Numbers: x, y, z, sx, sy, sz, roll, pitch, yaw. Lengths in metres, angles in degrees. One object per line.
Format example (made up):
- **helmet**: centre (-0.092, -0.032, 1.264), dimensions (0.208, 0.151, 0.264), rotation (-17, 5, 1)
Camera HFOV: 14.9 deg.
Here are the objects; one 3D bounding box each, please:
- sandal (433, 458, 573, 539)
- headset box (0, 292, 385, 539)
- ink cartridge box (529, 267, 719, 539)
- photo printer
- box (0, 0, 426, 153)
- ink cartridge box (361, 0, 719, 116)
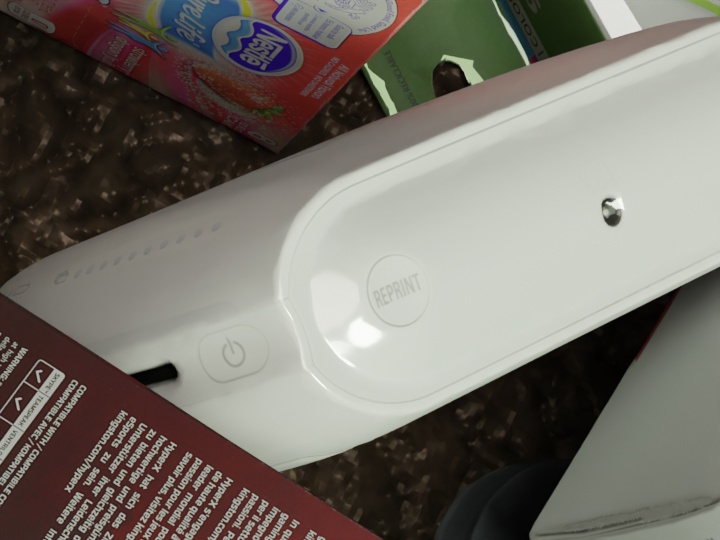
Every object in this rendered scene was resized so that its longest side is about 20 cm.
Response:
- **sandal**: centre (0.101, 0.119, 0.783), dimensions (0.200, 0.043, 0.076), rotation (40, 56, -23)
- **headset box**: centre (-0.062, 0.089, 0.646), dimensions (0.200, 0.149, 0.075), rotation (32, 65, 7)
- **ink cartridge box**: centre (0.164, 0.080, 0.757), dimensions (0.200, 0.086, 0.148), rotation (44, 56, -16)
- **photo printer**: centre (0.000, 0.000, 0.726), dimensions (0.200, 0.166, 0.070), rotation (-24, 95, -38)
- **box**: centre (-0.024, -0.115, 0.753), dimensions (0.102, 0.200, 0.095), rotation (28, 73, -7)
- **ink cartridge box**: centre (0.108, -0.079, 0.855), dimensions (0.200, 0.059, 0.104), rotation (-28, 88, -18)
